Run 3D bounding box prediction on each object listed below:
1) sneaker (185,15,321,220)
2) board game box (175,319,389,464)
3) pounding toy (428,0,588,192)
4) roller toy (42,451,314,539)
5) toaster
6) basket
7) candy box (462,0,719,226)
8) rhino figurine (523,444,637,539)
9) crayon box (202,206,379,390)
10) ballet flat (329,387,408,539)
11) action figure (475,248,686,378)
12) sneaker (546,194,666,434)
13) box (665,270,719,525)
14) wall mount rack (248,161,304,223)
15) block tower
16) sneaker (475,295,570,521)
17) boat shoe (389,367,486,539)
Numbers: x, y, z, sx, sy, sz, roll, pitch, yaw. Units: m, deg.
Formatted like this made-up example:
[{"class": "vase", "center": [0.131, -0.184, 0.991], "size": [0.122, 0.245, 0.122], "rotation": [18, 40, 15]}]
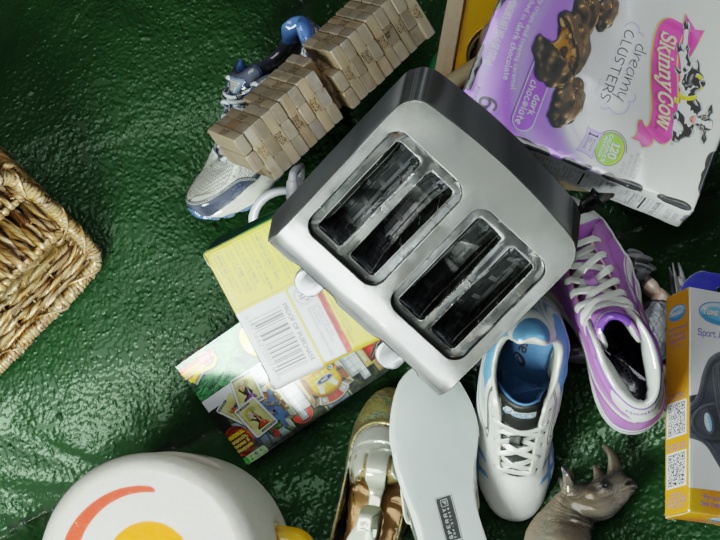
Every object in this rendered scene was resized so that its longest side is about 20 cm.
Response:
[{"class": "sneaker", "center": [-0.092, -0.135, 1.708], "size": [0.077, 0.085, 0.200], "rotation": [23, 72, 49]}, {"class": "board game box", "center": [-0.043, 0.063, 1.637], "size": [0.200, 0.023, 0.105], "rotation": [-35, 96, 13]}, {"class": "pounding toy", "center": [0.121, -0.155, 1.647], "size": [0.199, 0.142, 0.185], "rotation": [7, 75, 14]}, {"class": "roller toy", "center": [-0.149, 0.234, 1.591], "size": [0.200, 0.140, 0.183], "rotation": [-40, 78, 7]}, {"class": "toaster", "center": [0.056, -0.033, 1.474], "size": [0.181, 0.119, 0.200], "rotation": [42, 106, -9]}, {"class": "basket", "center": [-0.344, -0.004, 1.702], "size": [0.200, 0.143, 0.149], "rotation": [-44, 69, -3]}, {"class": "candy box", "center": [0.190, -0.151, 1.553], "size": [0.199, 0.072, 0.169], "rotation": [21, 82, 3]}, {"class": "rhino figurine", "center": [0.167, 0.230, 1.567], "size": [0.087, 0.060, 0.201], "rotation": [13, 74, 11]}, {"class": "crayon box", "center": [-0.006, -0.006, 1.579], "size": [0.199, 0.051, 0.128], "rotation": [-25, 99, 12]}, {"class": "ballet flat", "center": [0.010, 0.187, 1.610], "size": [0.070, 0.071, 0.201], "rotation": [9, 75, 14]}, {"class": "action figure", "center": [0.193, 0.052, 1.611], "size": [0.199, 0.069, 0.131], "rotation": [-2, 68, 8]}, {"class": "sneaker", "center": [0.186, 0.020, 1.530], "size": [0.072, 0.114, 0.201], "rotation": [-24, 74, 0]}, {"class": "box", "center": [0.297, 0.098, 1.559], "size": [0.118, 0.041, 0.201], "rotation": [9, 75, -21]}, {"class": "wall mount rack", "center": [0.000, 0.000, 1.662], "size": [0.199, 0.075, 0.175], "rotation": [3, 107, 7]}, {"class": "block tower", "center": [-0.032, -0.158, 1.665], "size": [0.200, 0.054, 0.058], "rotation": [-43, 30, -14]}, {"class": "sneaker", "center": [0.121, 0.114, 1.557], "size": [0.071, 0.073, 0.201], "rotation": [7, 119, 9]}, {"class": "boat shoe", "center": [0.060, 0.173, 1.582], "size": [0.070, 0.064, 0.201], "rotation": [-8, 88, -9]}]
